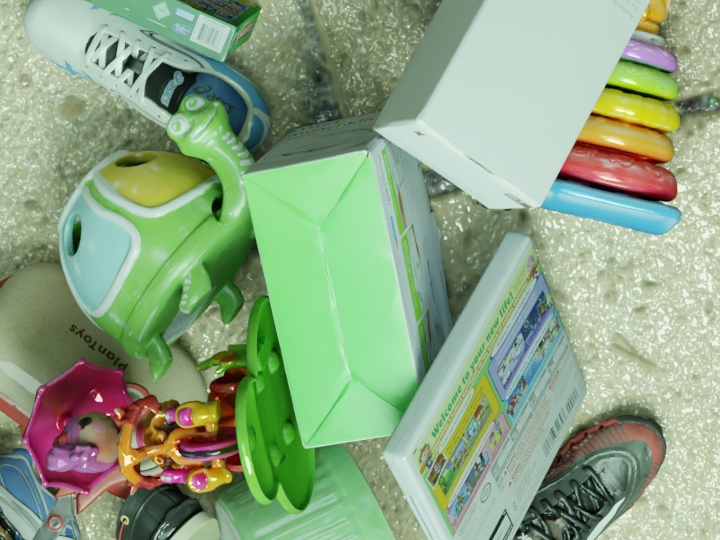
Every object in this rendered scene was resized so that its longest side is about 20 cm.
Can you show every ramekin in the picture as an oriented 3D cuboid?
[{"bbox_3d":[-0.032,0.228,1.461,0.098,0.200,0.200,-22,102,-12],"label":"ramekin"}]

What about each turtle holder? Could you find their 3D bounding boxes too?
[{"bbox_3d":[-0.144,-0.026,1.433,0.132,0.186,0.141,41,62,10],"label":"turtle holder"}]

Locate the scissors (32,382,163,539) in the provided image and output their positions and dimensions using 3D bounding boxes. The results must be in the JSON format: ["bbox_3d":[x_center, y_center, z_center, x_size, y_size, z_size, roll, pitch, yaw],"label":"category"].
[{"bbox_3d":[-0.215,0.165,1.425,0.200,0.014,0.073,-43,94,-6],"label":"scissors"}]

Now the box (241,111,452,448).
[{"bbox_3d":[0.000,0.000,1.425,0.096,0.176,0.200,-10,103,11],"label":"box"}]

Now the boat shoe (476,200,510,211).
[{"bbox_3d":[0.080,-0.144,1.440,0.075,0.075,0.203,0,92,4],"label":"boat shoe"}]

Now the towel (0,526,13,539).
[{"bbox_3d":[-0.333,0.203,1.523,0.147,0.022,0.200,50,143,-7],"label":"towel"}]

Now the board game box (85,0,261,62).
[{"bbox_3d":[-0.174,-0.208,1.412,0.200,0.135,0.029,24,105,-1],"label":"board game box"}]

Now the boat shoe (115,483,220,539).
[{"bbox_3d":[-0.147,0.221,1.513,0.063,0.202,0.074,38,62,18],"label":"boat shoe"}]

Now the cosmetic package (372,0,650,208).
[{"bbox_3d":[0.109,-0.152,1.358,0.113,0.081,0.200,35,79,-20],"label":"cosmetic package"}]

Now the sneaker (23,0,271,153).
[{"bbox_3d":[-0.154,-0.148,1.455,0.200,0.072,0.072,28,95,-3],"label":"sneaker"}]

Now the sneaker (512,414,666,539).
[{"bbox_3d":[0.149,0.186,1.499,0.200,0.098,0.071,-39,96,11],"label":"sneaker"}]

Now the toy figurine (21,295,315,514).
[{"bbox_3d":[-0.141,0.111,1.348,0.184,0.200,0.150,-10,102,10],"label":"toy figurine"}]

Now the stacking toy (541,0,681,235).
[{"bbox_3d":[0.190,-0.133,1.424,0.110,0.116,0.200,13,93,-1],"label":"stacking toy"}]

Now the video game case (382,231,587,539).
[{"bbox_3d":[0.093,0.105,1.409,0.022,0.200,0.182,12,145,32],"label":"video game case"}]

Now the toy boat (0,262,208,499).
[{"bbox_3d":[-0.216,0.099,1.513,0.200,0.131,0.131,37,134,-4],"label":"toy boat"}]

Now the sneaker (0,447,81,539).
[{"bbox_3d":[-0.237,0.224,1.554,0.076,0.077,0.200,-7,125,30],"label":"sneaker"}]
